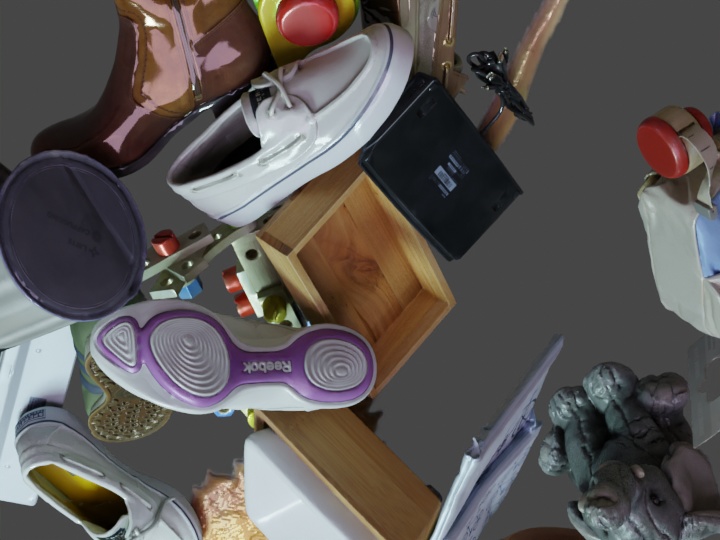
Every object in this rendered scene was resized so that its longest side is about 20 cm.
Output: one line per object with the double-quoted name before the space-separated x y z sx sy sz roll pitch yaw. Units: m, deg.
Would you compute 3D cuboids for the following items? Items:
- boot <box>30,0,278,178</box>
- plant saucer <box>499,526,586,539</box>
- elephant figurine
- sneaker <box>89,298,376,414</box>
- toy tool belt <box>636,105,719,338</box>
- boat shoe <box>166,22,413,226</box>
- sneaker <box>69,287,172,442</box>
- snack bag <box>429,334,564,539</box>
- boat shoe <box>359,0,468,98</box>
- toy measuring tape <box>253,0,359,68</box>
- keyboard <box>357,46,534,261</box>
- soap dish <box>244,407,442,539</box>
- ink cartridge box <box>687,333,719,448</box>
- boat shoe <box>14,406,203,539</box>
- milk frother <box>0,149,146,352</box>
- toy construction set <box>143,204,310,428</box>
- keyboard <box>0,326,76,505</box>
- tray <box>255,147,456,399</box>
"boot" -0.161 -0.167 1.377 0.188 0.069 0.201 -16 125 7
"plant saucer" 0.187 0.252 1.639 0.199 0.200 0.038 11 105 -13
"elephant figurine" 0.208 0.177 1.575 0.154 0.200 0.142 11 123 -14
"sneaker" -0.094 0.069 1.423 0.199 0.075 0.100 10 168 -22
"toy tool belt" 0.265 -0.056 1.481 0.123 0.125 0.200 -34 132 -19
"boat shoe" -0.050 -0.102 1.367 0.066 0.072 0.200 24 137 -37
"sneaker" -0.179 0.054 1.534 0.067 0.090 0.200 -10 157 -7
"snack bag" 0.096 0.159 1.570 0.021 0.189 0.200 29 128 12
"boat shoe" 0.041 -0.134 1.416 0.066 0.074 0.201 -19 136 -21
"toy measuring tape" -0.025 -0.158 1.400 0.073 0.074 0.200 -15 135 6
"keyboard" 0.070 -0.086 1.430 0.127 0.021 0.200 -47 151 -1
"soap dish" -0.013 0.178 1.556 0.081 0.157 0.200 -41 163 -18
"ink cartridge box" 0.333 0.048 1.517 0.057 0.163 0.200 41 113 -12
"boat shoe" -0.194 0.193 1.619 0.074 0.086 0.202 -29 128 16
"milk frother" -0.274 0.025 1.379 0.180 0.201 0.188 25 151 -33
"toy construction set" -0.087 0.024 1.514 0.131 0.092 0.200 -20 136 10
"keyboard" -0.259 0.105 1.602 0.056 0.011 0.201 8 125 -17
"tray" 0.000 0.000 1.465 0.099 0.037 0.200 -49 147 -14
